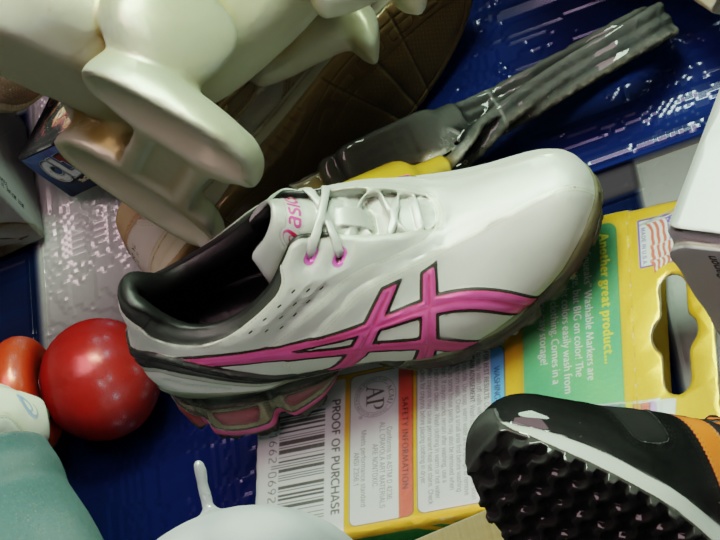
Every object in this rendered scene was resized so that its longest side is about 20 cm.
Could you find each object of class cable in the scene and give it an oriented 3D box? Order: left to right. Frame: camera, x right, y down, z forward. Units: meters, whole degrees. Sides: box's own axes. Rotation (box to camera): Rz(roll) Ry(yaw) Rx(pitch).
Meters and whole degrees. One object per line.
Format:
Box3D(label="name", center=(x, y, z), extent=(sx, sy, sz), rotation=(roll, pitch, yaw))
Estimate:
Box3D(label="cable", center=(0.050, -0.050, 1.153), extent=(0.199, 0.097, 0.051), rotation=(-24, 82, -12))

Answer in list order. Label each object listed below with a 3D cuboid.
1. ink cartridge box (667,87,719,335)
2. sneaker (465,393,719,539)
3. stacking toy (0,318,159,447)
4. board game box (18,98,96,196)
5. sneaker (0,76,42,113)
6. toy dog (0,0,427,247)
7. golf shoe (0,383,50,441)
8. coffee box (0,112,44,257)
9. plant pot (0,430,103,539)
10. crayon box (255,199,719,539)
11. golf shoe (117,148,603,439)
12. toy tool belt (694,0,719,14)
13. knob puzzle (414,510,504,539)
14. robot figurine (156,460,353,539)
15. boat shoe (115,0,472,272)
Box3D(label="ink cartridge box", center=(0.203, -0.057, 1.014), extent=(0.083, 0.144, 0.201), rotation=(11, 67, 31))
Box3D(label="sneaker", center=(0.133, 0.080, 0.969), extent=(0.199, 0.070, 0.090), rotation=(24, 50, -8))
Box3D(label="stacking toy", center=(-0.184, 0.063, 1.186), extent=(0.199, 0.085, 0.086), rotation=(-14, 55, 11))
Box3D(label="board game box", center=(-0.080, -0.138, 1.233), extent=(0.135, 0.035, 0.201), rotation=(-19, 43, 59))
Box3D(label="sneaker", center=(-0.132, -0.168, 1.237), extent=(0.075, 0.070, 0.201), rotation=(-29, 34, 60))
Box3D(label="toy dog", center=(-0.065, -0.139, 1.098), extent=(0.193, 0.140, 0.200), rotation=(31, 71, 6))
Box3D(label="golf shoe", center=(-0.197, 0.117, 1.138), extent=(0.200, 0.097, 0.079), rotation=(-52, 47, 42))
Box3D(label="coffee box", center=(-0.266, -0.031, 1.257), extent=(0.199, 0.114, 0.080), rotation=(-24, 52, 11))
Box3D(label="plant pot", center=(-0.165, 0.179, 1.044), extent=(0.200, 0.200, 0.134), rotation=(-39, 76, 0))
Box3D(label="crayon box", center=(0.057, 0.053, 1.080), extent=(0.199, 0.052, 0.126), rotation=(-13, 56, 21))
Box3D(label="golf shoe", center=(0.000, 0.000, 1.052), extent=(0.199, 0.092, 0.073), rotation=(-25, 52, 10))
Box3D(label="toy tool belt", center=(0.087, -0.187, 1.117), extent=(0.125, 0.200, 0.123), rotation=(-41, 38, 26))
Box3D(label="knob puzzle", center=(0.046, 0.199, 1.005), extent=(0.219, 0.030, 0.221), rotation=(-10, 69, 29))
Box3D(label="robot figurine", center=(-0.029, 0.171, 0.974), extent=(0.112, 0.170, 0.201), rotation=(-7, 57, -30))
Box3D(label="boat shoe", center=(-0.035, -0.074, 1.191), extent=(0.200, 0.074, 0.069), rotation=(-47, 55, -3))
